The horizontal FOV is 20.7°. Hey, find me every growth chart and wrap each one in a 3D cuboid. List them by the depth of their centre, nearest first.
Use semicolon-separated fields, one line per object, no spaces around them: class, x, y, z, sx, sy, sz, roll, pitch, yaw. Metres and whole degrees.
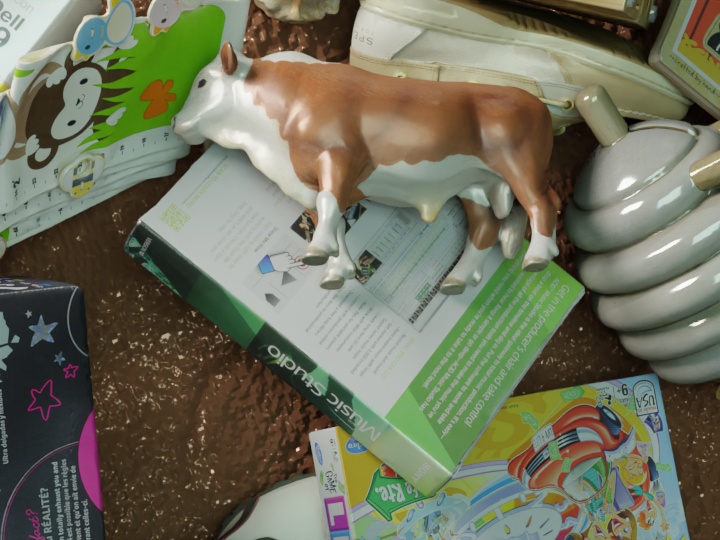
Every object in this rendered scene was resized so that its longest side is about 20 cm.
growth chart;-0.133;-0.070;0.964;0.200;0.145;0.018;-31;59;-26

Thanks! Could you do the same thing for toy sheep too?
toy sheep;0.176;-0.016;1.039;0.138;0.138;0.200;-35;100;-12

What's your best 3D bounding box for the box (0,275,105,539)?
box;-0.186;0.108;0.885;0.114;0.132;0.201;-5;94;-22

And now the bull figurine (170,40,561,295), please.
bull figurine;0.008;-0.054;0.976;0.199;0.065;0.122;0;70;-15

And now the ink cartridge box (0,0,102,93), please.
ink cartridge box;-0.242;-0.108;0.965;0.145;0.088;0.200;38;78;-3

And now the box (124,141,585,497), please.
box;0.000;0.000;1.004;0.200;0.036;0.144;39;56;3

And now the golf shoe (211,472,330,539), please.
golf shoe;-0.063;0.172;0.999;0.200;0.088;0.077;-33;93;-14

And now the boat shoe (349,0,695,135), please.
boat shoe;0.085;-0.105;1.059;0.199;0.074;0.069;15;108;-16

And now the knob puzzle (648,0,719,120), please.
knob puzzle;0.265;-0.148;1.091;0.219;0.030;0.221;6;78;-29

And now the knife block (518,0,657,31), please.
knife block;0.066;-0.178;1.021;0.175;0.200;0.064;14;96;13

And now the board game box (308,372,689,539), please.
board game box;0.079;0.134;1.029;0.199;0.034;0.135;-8;84;-27

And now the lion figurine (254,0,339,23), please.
lion figurine;-0.099;-0.202;1.023;0.199;0.072;0.123;10;100;2
